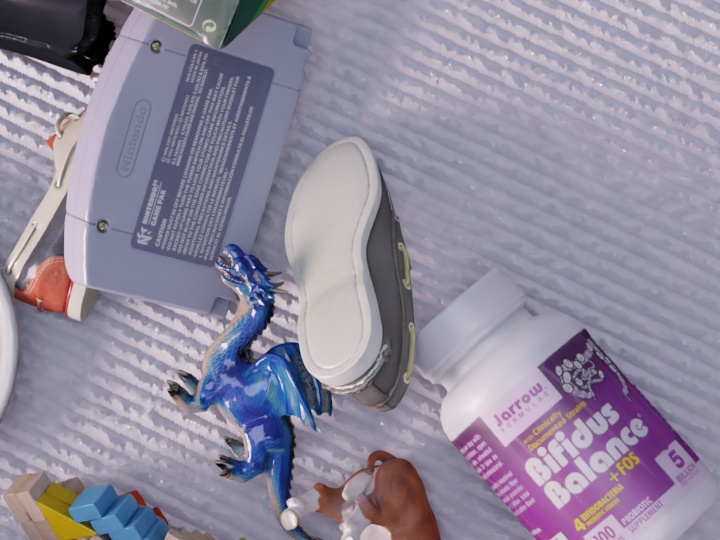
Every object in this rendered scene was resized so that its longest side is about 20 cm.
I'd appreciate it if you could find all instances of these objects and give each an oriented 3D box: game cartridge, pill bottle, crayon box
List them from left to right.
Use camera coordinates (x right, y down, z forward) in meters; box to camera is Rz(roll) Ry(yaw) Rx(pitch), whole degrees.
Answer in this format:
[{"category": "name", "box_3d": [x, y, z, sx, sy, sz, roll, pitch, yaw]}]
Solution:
[{"category": "game cartridge", "box_3d": [-0.115, -0.078, 1.434, 0.133, 0.042, 0.200, 15, 94, -31]}, {"category": "crayon box", "box_3d": [-0.100, -0.217, 1.412, 0.126, 0.200, 0.052, 27, 119, 5]}, {"category": "pill bottle", "box_3d": [0.122, 0.098, 1.412, 0.112, 0.112, 0.200, -42, 84, -1]}]

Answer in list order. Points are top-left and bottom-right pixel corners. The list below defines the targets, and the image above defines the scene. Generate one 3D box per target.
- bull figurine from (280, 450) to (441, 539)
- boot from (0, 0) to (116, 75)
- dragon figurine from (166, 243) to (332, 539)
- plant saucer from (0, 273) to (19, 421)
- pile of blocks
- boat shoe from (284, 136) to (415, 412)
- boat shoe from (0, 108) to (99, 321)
[{"category": "bull figurine", "box_3d": [0.027, 0.212, 1.416, 0.065, 0.121, 0.200, -31, 74, 34]}, {"category": "boot", "box_3d": [-0.241, -0.203, 1.424, 0.168, 0.200, 0.076, 11, 63, 6]}, {"category": "dragon figurine", "box_3d": [-0.054, 0.083, 1.430, 0.099, 0.059, 0.200, -32, 92, 14]}, {"category": "plant saucer", "box_3d": [-0.318, 0.053, 1.471, 0.200, 0.050, 0.200, 0, 86, 4]}, {"category": "pile of blocks", "box_3d": [-0.128, 0.172, 1.440, 0.200, 0.062, 0.082, 31, 129, 3]}, {"category": "boat shoe", "box_3d": [-0.003, 0.001, 1.425, 0.072, 0.060, 0.202, -27, 43, 24]}, {"category": "boat shoe", "box_3d": [-0.180, -0.068, 1.468, 0.063, 0.071, 0.200, 18, 90, 7]}]
